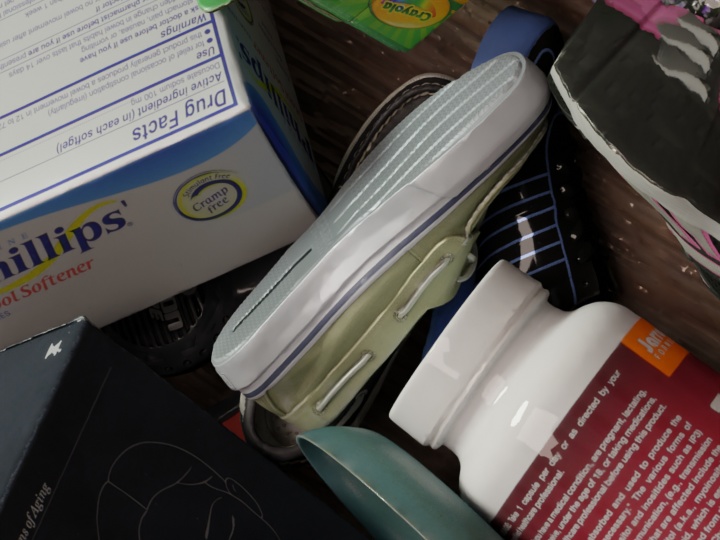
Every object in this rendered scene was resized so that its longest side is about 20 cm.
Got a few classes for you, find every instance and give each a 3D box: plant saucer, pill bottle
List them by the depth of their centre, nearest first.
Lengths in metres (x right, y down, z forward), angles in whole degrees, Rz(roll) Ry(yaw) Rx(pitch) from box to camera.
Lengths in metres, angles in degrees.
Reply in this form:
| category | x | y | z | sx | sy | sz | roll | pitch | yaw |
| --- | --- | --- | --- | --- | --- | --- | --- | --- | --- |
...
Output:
| category | x | y | z | sx | sy | sz | roll | pitch | yaw |
| --- | --- | --- | --- | --- | --- | --- | --- | --- | --- |
| pill bottle | 0.117 | 0.087 | 1.202 | 0.200 | 0.113 | 0.113 | 36 | 109 | 6 |
| plant saucer | 0.050 | 0.135 | 1.242 | 0.027 | 0.200 | 0.200 | -45 | 64 | -7 |

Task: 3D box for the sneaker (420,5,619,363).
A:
| category | x | y | z | sx | sy | sz | roll | pitch | yaw |
| --- | --- | --- | --- | --- | --- | --- | --- | --- | --- |
| sneaker | 0.082 | -0.017 | 1.289 | 0.078 | 0.070 | 0.200 | 11 | 98 | 22 |

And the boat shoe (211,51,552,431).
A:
| category | x | y | z | sx | sy | sz | roll | pitch | yaw |
| --- | --- | --- | --- | --- | --- | --- | --- | --- | --- |
| boat shoe | 0.019 | -0.012 | 1.253 | 0.062 | 0.072 | 0.200 | 39 | 107 | -19 |

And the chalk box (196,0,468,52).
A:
| category | x | y | z | sx | sy | sz | roll | pitch | yaw |
| --- | --- | --- | --- | --- | --- | --- | --- | --- | --- |
| chalk box | 0.003 | -0.188 | 1.236 | 0.200 | 0.124 | 0.125 | -38 | 53 | 23 |

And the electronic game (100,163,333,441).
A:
| category | x | y | z | sx | sy | sz | roll | pitch | yaw |
| --- | --- | --- | --- | --- | --- | --- | --- | --- | --- |
| electronic game | -0.097 | 0.012 | 1.381 | 0.200 | 0.042 | 0.200 | -2 | 82 | 13 |

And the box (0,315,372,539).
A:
| category | x | y | z | sx | sy | sz | roll | pitch | yaw |
| --- | --- | --- | --- | --- | --- | --- | --- | --- | --- |
| box | -0.120 | 0.164 | 1.267 | 0.124 | 0.197 | 0.200 | -19 | 39 | 46 |

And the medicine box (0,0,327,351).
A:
| category | x | y | z | sx | sy | sz | roll | pitch | yaw |
| --- | --- | --- | --- | --- | --- | --- | --- | --- | --- |
| medicine box | -0.132 | -0.084 | 1.330 | 0.182 | 0.103 | 0.200 | -23 | 52 | 10 |

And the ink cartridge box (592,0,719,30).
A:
| category | x | y | z | sx | sy | sz | roll | pitch | yaw |
| --- | --- | --- | --- | --- | --- | --- | --- | --- | --- |
| ink cartridge box | 0.116 | -0.190 | 1.274 | 0.200 | 0.050 | 0.109 | 47 | 112 | 23 |

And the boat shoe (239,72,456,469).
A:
| category | x | y | z | sx | sy | sz | roll | pitch | yaw |
| --- | --- | --- | --- | --- | --- | --- | --- | --- | --- |
| boat shoe | 0.000 | 0.000 | 1.316 | 0.074 | 0.060 | 0.200 | 30 | 92 | 7 |

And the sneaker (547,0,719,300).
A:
| category | x | y | z | sx | sy | sz | roll | pitch | yaw |
| --- | --- | --- | --- | --- | --- | --- | --- | --- | --- |
| sneaker | 0.154 | -0.027 | 1.213 | 0.200 | 0.080 | 0.086 | 46 | 157 | 12 |
